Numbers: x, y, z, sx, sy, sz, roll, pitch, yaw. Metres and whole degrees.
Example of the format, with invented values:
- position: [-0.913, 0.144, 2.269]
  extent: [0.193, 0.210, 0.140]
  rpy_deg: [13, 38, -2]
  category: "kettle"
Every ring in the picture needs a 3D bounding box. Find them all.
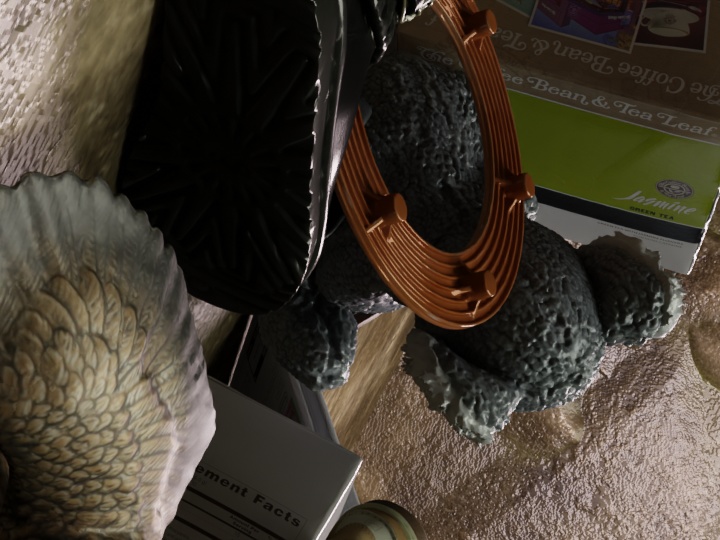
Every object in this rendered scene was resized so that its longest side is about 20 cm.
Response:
- position: [0.034, -0.073, 0.825]
  extent: [0.019, 0.201, 0.201]
  rpy_deg: [-14, -159, 28]
  category: "ring"

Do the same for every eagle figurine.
- position: [-0.099, 0.087, 0.580]
  extent: [0.151, 0.152, 0.200]
  rpy_deg: [-33, 164, -34]
  category: "eagle figurine"

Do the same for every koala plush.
- position: [0.055, 0.003, 0.951]
  extent: [0.177, 0.200, 0.184]
  rpy_deg: [-24, 135, -20]
  category: "koala plush"

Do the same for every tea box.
- position: [0.132, -0.119, 1.079]
  extent: [0.197, 0.199, 0.134]
  rpy_deg: [90, 19, -67]
  category: "tea box"

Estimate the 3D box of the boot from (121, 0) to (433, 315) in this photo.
- position: [-0.013, -0.092, 0.689]
  extent: [0.158, 0.079, 0.211]
  rpy_deg: [-57, 173, -39]
  category: "boot"

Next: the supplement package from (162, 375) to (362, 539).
- position: [-0.102, 0.177, 1.001]
  extent: [0.200, 0.119, 0.122]
  rpy_deg: [-56, 170, -46]
  category: "supplement package"

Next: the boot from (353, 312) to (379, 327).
- position: [0.000, 0.000, 1.266]
  extent: [0.200, 0.075, 0.097]
  rpy_deg: [-48, 176, -36]
  category: "boot"

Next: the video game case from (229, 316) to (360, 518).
- position: [-0.051, 0.141, 1.192]
  extent: [0.200, 0.022, 0.183]
  rpy_deg: [112, -35, -52]
  category: "video game case"

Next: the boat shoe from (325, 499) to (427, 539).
- position: [-0.032, 0.215, 0.945]
  extent: [0.076, 0.071, 0.201]
  rpy_deg: [-9, 119, -64]
  category: "boat shoe"

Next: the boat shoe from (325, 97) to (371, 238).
- position: [-0.037, -0.034, 0.863]
  extent: [0.075, 0.062, 0.200]
  rpy_deg: [-60, 176, -30]
  category: "boat shoe"

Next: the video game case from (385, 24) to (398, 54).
- position: [0.014, -0.113, 1.165]
  extent: [0.143, 0.017, 0.200]
  rpy_deg: [-63, 175, 12]
  category: "video game case"
